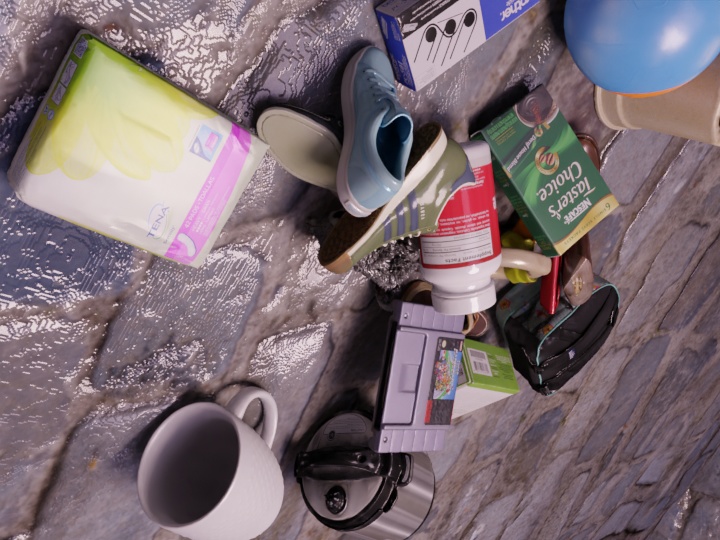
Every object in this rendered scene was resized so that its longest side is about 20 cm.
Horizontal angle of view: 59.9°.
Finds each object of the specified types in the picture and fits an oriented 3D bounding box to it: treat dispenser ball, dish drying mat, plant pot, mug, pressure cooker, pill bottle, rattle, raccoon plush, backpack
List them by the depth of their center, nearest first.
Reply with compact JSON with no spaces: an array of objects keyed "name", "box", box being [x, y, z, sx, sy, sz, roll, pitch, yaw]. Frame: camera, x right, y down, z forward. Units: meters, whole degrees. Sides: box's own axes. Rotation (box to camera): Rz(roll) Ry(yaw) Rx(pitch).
[{"name":"treat dispenser ball","box":[0.355,-0.321,0.774,0.197,0.201,0.205,-19,128,-25]},{"name":"pill bottle","box":[0.120,-0.054,0.793,0.110,0.112,0.205,-16,105,-27]},{"name":"raccoon plush","box":[0.000,0.000,0.803,0.131,0.097,0.204,-15,127,-18]},{"name":"mug","box":[-0.167,0.251,0.816,0.203,0.145,0.176,-66,149,-24]},{"name":"plant pot","box":[0.480,-0.277,0.911,0.197,0.183,0.205,-19,128,-26]},{"name":"rattle","box":[0.182,-0.056,0.921,0.195,0.130,0.147,10,97,-7]},{"name":"dish drying mat","box":[0.289,-0.043,0.934,0.018,0.077,0.206,2,98,4]},{"name":"pressure cooker","box":[0.006,0.309,0.943,0.176,0.179,0.200,-46,136,3]},{"name":"backpack","box":[0.336,0.084,1.060,0.198,0.154,0.177,-35,134,-5]}]

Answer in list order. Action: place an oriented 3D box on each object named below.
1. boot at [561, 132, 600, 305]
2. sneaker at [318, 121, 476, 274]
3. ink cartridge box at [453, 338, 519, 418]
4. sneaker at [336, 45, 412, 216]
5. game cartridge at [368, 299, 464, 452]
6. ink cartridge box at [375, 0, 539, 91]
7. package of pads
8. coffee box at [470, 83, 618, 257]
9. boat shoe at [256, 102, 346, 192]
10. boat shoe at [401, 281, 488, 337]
[{"name":"boot","box":[0.325,-0.073,0.930,0.202,0.063,0.189,-71,155,-43]},{"name":"sneaker","box":[0.047,-0.058,0.691,0.089,0.068,0.201,32,109,-30]},{"name":"ink cartridge box","box":[0.142,0.196,1.051,0.198,0.077,0.146,-32,147,34]},{"name":"sneaker","box":[0.027,-0.157,0.652,0.073,0.081,0.205,20,62,-40]},{"name":"game cartridge","box":[0.083,0.149,0.869,0.127,0.038,0.206,9,90,-32]},{"name":"ink cartridge box","box":[0.116,-0.305,0.716,0.198,0.044,0.095,-38,136,-11]},{"name":"package of pads","box":[-0.205,-0.103,0.592,0.198,0.068,0.156,26,100,-43]},{"name":"coffee box","box":[0.253,-0.135,0.853,0.122,0.044,0.202,-35,96,-12]},{"name":"boat shoe","box":[-0.028,-0.138,0.702,0.196,0.067,0.074,23,138,-28]},{"name":"boat shoe","box":[0.146,0.076,0.969,0.198,0.072,0.073,26,102,-44]}]
